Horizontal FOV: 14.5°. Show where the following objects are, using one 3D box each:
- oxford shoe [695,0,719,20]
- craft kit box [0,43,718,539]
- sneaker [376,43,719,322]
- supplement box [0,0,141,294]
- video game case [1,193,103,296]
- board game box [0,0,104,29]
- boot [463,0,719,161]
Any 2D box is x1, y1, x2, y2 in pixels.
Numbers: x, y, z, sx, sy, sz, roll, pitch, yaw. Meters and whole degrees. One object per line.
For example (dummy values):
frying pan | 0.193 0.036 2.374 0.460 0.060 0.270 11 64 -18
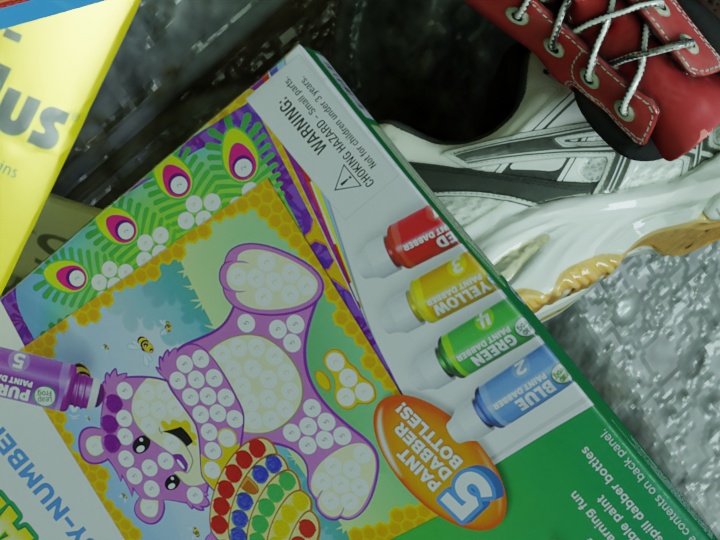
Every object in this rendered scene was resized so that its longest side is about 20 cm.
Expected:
oxford shoe | 0.126 -0.115 0.902 0.071 0.073 0.200 -39 87 -14
craft kit box | -0.029 0.069 0.857 0.198 0.049 0.200 -41 85 8
sneaker | 0.087 -0.045 0.944 0.200 0.076 0.088 -22 80 -24
supplement box | -0.144 -0.077 0.827 0.109 0.110 0.200 23 94 -36
video game case | -0.084 0.084 0.895 0.182 0.023 0.200 17 92 7
board game box | -0.125 -0.154 0.715 0.196 0.200 0.056 -15 159 2
boot | 0.048 -0.102 0.840 0.072 0.144 0.200 -43 152 9
